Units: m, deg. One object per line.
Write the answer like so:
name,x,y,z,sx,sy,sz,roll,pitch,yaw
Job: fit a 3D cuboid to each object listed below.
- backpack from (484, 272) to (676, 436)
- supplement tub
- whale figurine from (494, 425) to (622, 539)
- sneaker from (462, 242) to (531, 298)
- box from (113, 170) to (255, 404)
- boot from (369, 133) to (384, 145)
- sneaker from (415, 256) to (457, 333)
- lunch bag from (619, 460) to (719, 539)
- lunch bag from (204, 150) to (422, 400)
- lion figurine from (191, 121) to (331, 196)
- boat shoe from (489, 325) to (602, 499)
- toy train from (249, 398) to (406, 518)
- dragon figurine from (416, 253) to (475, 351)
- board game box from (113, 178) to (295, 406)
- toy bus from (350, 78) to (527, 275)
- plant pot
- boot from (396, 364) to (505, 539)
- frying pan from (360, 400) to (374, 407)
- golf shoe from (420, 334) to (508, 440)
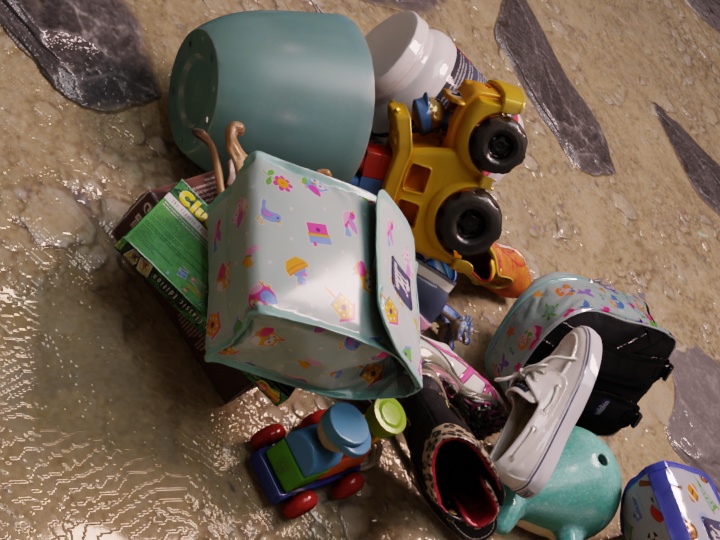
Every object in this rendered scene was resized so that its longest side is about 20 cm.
backpack,0.247,0.093,1.396,0.198,0.179,0.151,12,28,-36
supplement tub,0.084,-0.188,1.377,0.200,0.140,0.141,41,35,-29
whale figurine,0.208,0.231,1.287,0.198,0.104,0.161,3,58,-44
sneaker,0.151,-0.005,1.441,0.200,0.072,0.078,36,36,-48
box,-0.134,0.013,1.123,0.201,0.075,0.100,55,35,7
boot,-0.019,-0.156,1.411,0.091,0.073,0.199,53,26,11
sneaker,0.000,0.000,1.281,0.198,0.083,0.070,28,3,11
lunch bag,0.356,0.319,1.293,0.201,0.122,0.172,65,10,-54
lunch bag,-0.028,0.012,1.029,0.198,0.122,0.172,17,51,-27
lion figurine,-0.081,-0.052,1.131,0.198,0.072,0.124,21,58,-28
boat shoe,0.182,0.130,1.242,0.086,0.074,0.203,34,68,-12
toy train,0.001,0.154,1.111,0.199,0.115,0.085,-9,66,-51
dragon figurine,0.070,0.002,1.372,0.099,0.059,0.202,13,51,-42
board game box,-0.118,0.018,1.057,0.200,0.023,0.105,46,42,-8
toy bus,0.066,-0.120,1.260,0.190,0.202,0.136,16,16,-8
plant pot,-0.104,-0.176,1.225,0.159,0.201,0.203,3,57,-33
boot,0.094,0.201,1.128,0.151,0.072,0.202,-123,-168,-71
frying pan,0.033,0.127,1.244,0.191,0.031,0.115,55,29,-16
golf shoe,0.097,0.118,1.266,0.200,0.072,0.093,39,29,-46
